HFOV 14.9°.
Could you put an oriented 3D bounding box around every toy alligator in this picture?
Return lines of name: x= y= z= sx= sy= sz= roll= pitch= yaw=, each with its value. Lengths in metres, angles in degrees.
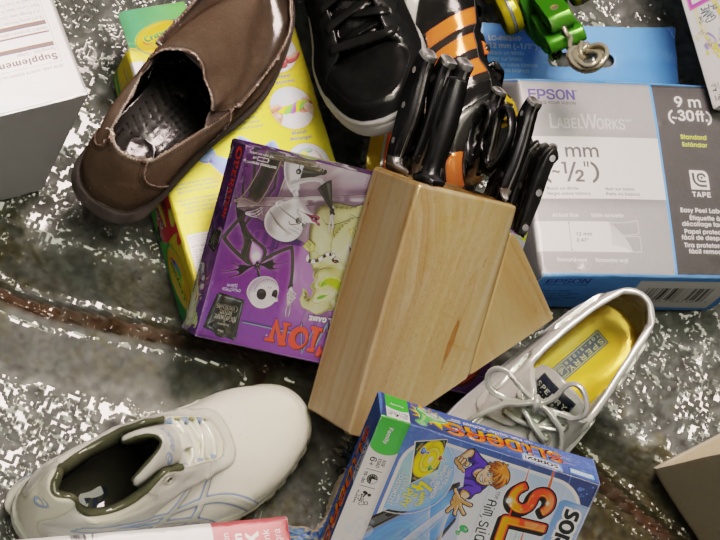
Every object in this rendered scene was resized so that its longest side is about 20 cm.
toy alligator: x=0.121 y=-0.163 z=1.772 sx=0.059 sy=0.054 sz=0.200 roll=-23 pitch=39 yaw=-2

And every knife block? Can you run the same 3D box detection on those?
knife block: x=0.031 y=-0.023 z=1.626 sx=0.200 sy=0.064 sz=0.176 roll=-33 pitch=112 yaw=-15

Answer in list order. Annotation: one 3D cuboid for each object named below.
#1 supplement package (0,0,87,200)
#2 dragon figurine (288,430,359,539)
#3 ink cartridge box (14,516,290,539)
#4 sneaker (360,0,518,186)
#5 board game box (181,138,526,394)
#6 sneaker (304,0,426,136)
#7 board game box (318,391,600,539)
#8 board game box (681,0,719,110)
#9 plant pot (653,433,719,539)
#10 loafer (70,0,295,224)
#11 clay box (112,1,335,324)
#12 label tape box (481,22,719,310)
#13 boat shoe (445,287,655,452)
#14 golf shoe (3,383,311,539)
supplement package: x=-0.274 y=-0.146 z=1.619 sx=0.150 sy=0.152 sz=0.201 roll=-16 pitch=75 yaw=-22
dragon figurine: x=0.033 y=0.151 z=1.654 sx=0.199 sy=0.059 sz=0.100 roll=5 pitch=69 yaw=-15
ink cartridge box: x=-0.146 y=0.203 z=1.531 sx=0.199 sy=0.144 sz=0.084 roll=-4 pitch=70 yaw=-19
sneaker: x=0.062 y=-0.125 z=1.751 sx=0.090 sy=0.070 sz=0.201 roll=14 pitch=72 yaw=7
board game box: x=0.000 y=0.000 z=1.668 sx=0.199 sy=0.032 sz=0.120 roll=12 pitch=100 yaw=-26
sneaker: x=-0.017 y=-0.182 z=1.683 sx=0.073 sy=0.112 sz=0.200 roll=-21 pitch=48 yaw=12
board game box: x=0.039 y=0.181 z=1.586 sx=0.135 sy=0.034 sz=0.201 roll=17 pitch=111 yaw=-10
board game box: x=0.258 y=-0.197 z=1.834 sx=0.134 sy=0.034 sz=0.201 roll=7 pitch=64 yaw=-49
plant pot: x=0.334 y=0.153 z=1.684 sx=0.199 sy=0.200 sz=0.178 roll=-24 pitch=91 yaw=-24
loafer: x=-0.096 y=-0.113 z=1.652 sx=0.073 sy=0.071 sz=0.200 roll=34 pitch=62 yaw=-2
clay box: x=-0.079 y=-0.072 z=1.710 sx=0.115 sy=0.048 sz=0.201 roll=-10 pitch=72 yaw=-22
label tape box: x=0.161 y=-0.078 z=1.777 sx=0.143 sy=0.066 sz=0.201 roll=1 pitch=71 yaw=-17
boat shoe: x=0.107 y=0.081 z=1.620 sx=0.202 sy=0.086 sz=0.075 roll=-41 pitch=84 yaw=-23
golf shoe: x=-0.107 y=0.114 z=1.604 sx=0.200 sy=0.097 sz=0.078 roll=-24 pitch=77 yaw=-25
